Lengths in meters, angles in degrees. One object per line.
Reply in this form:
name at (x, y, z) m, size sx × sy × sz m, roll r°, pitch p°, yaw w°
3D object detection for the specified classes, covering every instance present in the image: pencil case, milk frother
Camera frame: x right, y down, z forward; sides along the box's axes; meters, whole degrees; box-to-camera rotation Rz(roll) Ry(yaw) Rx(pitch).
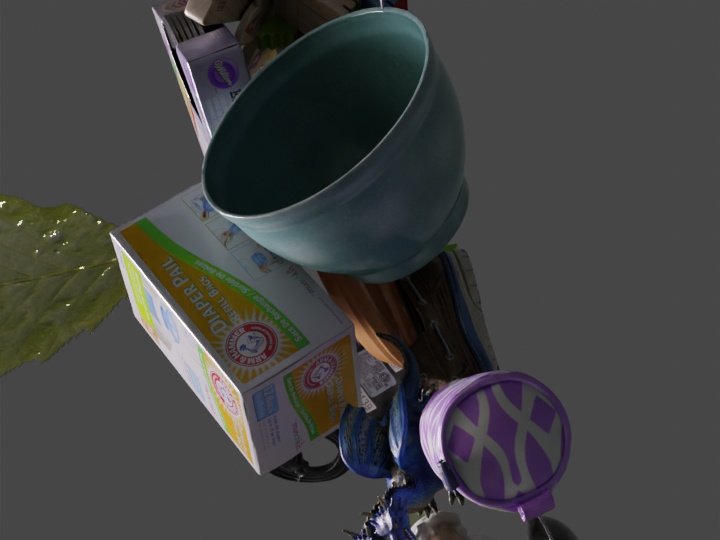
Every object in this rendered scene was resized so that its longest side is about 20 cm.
pencil case at (0.083, 0.107, 0.849) m, size 0.086 × 0.083 × 0.200 m, roll 58°, pitch 178°, yaw 3°
milk frother at (-0.013, 0.096, 1.359) m, size 0.188 × 0.198 × 0.182 m, roll -78°, pitch -30°, yaw -66°

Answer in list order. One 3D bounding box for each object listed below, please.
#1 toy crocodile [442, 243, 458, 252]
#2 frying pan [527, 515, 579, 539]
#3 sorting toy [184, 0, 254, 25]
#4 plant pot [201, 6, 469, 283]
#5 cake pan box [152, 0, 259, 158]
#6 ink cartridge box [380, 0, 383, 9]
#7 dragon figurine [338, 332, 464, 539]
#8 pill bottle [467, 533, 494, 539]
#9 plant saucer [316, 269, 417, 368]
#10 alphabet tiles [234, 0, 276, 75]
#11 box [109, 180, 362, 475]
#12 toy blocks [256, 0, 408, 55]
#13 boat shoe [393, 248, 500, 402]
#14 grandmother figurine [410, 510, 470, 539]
toy crocodile at (0.049, -0.065, 1.228) m, size 0.201 × 0.061 × 0.068 m, roll -95°, pitch -3°, yaw -56°
frying pan at (0.128, 0.219, 0.761) m, size 0.191 × 0.031 × 0.116 m, roll -109°, pitch 8°, yaw -53°
sorting toy at (-0.086, -0.312, 1.104) m, size 0.200 × 0.069 × 0.200 m, roll -64°, pitch -7°, yaw 17°
plant pot at (-0.001, -0.075, 1.002) m, size 0.134 × 0.199 × 0.201 m, roll 49°, pitch -163°, yaw -35°
cake pan box at (-0.115, -0.128, 1.153) m, size 0.184 × 0.052 × 0.202 m, roll -128°, pitch 18°, yaw -59°
ink cartridge box at (0.013, -0.331, 0.981) m, size 0.199 × 0.043 × 0.201 m, roll 83°, pitch 179°, yaw -50°
dragon figurine at (0.025, 0.120, 0.967) m, size 0.099 × 0.059 × 0.202 m, roll 24°, pitch -129°, yaw -48°
pill bottle at (0.094, 0.319, 1.072) m, size 0.110 × 0.108 × 0.201 m, roll 82°, pitch 176°, yaw -46°
plant saucer at (0.000, 0.000, 1.166) m, size 0.201 × 0.037 × 0.201 m, roll 57°, pitch -167°, yaw -21°
alphabet tiles at (-0.052, -0.263, 1.185) m, size 0.201 × 0.015 × 0.196 m, roll -61°, pitch -4°, yaw 24°
box at (-0.096, 0.039, 1.047) m, size 0.200 × 0.101 × 0.113 m, roll 46°, pitch 156°, yaw 33°
toy blocks at (-0.005, -0.198, 1.139) m, size 0.136 × 0.100 × 0.200 m, roll 36°, pitch 163°, yaw 11°
boat shoe at (0.069, 0.078, 1.062) m, size 0.073 × 0.072 × 0.201 m, roll 83°, pitch 176°, yaw -53°
grandmother figurine at (0.079, 0.229, 0.945) m, size 0.061 × 0.121 × 0.200 m, roll -57°, pitch 24°, yaw 4°
